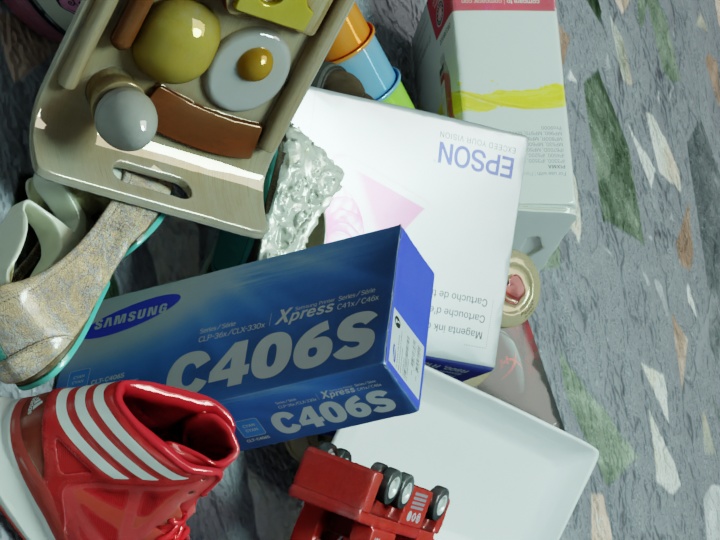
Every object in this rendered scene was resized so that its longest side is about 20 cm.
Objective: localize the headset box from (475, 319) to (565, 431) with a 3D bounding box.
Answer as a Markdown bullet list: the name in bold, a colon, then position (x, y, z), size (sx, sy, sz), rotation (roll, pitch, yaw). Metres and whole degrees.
- **headset box**: position (0.029, 0.046, 1.614), size (0.148, 0.075, 0.201), rotation (-27, 106, -30)

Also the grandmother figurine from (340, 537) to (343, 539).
- **grandmother figurine**: position (-0.002, 0.206, 1.533), size (0.200, 0.060, 0.122), rotation (22, 76, -54)

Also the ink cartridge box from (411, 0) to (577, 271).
- **ink cartridge box**: position (0.095, -0.109, 1.855), size (0.145, 0.083, 0.201), rotation (115, -27, -66)

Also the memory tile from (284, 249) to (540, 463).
- **memory tile**: position (0.018, 0.037, 1.551), size (0.153, 0.017, 0.200), rotation (45, 70, -25)

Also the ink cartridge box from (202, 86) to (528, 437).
- **ink cartridge box**: position (0.000, 0.000, 1.506), size (0.195, 0.043, 0.201), rotation (10, 86, -32)

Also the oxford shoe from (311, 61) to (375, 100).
- **oxford shoe**: position (-0.007, -0.083, 1.642), size (0.200, 0.084, 0.073), rotation (-78, -178, -72)

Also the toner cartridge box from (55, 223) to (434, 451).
- **toner cartridge box**: position (-0.063, 0.045, 1.319), size (0.043, 0.199, 0.095), rotation (56, 30, -39)

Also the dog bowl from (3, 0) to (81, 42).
- **dog bowl**: position (-0.155, -0.216, 1.413), size (0.200, 0.073, 0.201), rotation (47, 36, -50)

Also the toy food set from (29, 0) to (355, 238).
- **toy food set**: position (-0.068, -0.118, 1.305), size (0.143, 0.201, 0.061), rotation (15, 27, -31)

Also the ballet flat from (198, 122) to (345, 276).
- **ballet flat**: position (-0.059, 0.017, 1.411), size (0.072, 0.071, 0.201), rotation (33, 77, -59)

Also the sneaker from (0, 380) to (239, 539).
- **sneaker**: position (-0.101, 0.134, 1.288), size (0.200, 0.115, 0.079), rotation (57, 29, -40)

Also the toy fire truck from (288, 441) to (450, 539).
- **toy fire truck**: position (-0.018, 0.171, 1.403), size (0.142, 0.049, 0.200), rotation (-69, 159, -4)

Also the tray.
- **tray**: position (0.053, 0.123, 1.542), size (0.199, 0.022, 0.108), rotation (26, 89, -37)

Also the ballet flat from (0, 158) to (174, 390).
- **ballet flat**: position (-0.151, -0.018, 1.327), size (0.067, 0.068, 0.200), rotation (52, 28, -17)

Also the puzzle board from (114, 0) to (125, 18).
- **puzzle board**: position (-0.099, -0.184, 1.413), size (0.151, 0.017, 0.201), rotation (50, 33, -45)

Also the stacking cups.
- **stacking cups**: position (-0.004, -0.142, 1.759), size (0.201, 0.060, 0.061), rotation (62, 26, -26)
